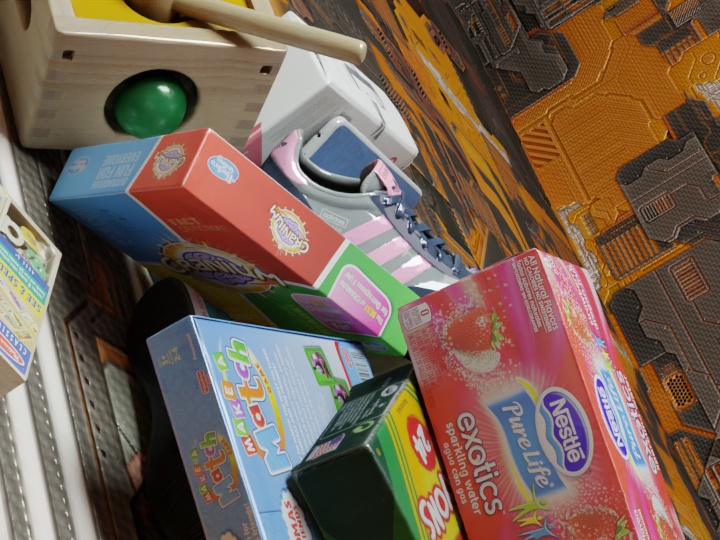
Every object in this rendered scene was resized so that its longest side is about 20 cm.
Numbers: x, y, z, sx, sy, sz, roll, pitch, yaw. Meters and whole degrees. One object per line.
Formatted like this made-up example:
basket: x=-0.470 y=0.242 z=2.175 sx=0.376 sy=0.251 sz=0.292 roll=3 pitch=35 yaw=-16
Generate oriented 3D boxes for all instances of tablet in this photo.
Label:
tablet: x=-0.023 y=-0.052 z=1.246 sx=0.014 sy=0.130 sz=0.200 roll=45 pitch=5 yaw=27

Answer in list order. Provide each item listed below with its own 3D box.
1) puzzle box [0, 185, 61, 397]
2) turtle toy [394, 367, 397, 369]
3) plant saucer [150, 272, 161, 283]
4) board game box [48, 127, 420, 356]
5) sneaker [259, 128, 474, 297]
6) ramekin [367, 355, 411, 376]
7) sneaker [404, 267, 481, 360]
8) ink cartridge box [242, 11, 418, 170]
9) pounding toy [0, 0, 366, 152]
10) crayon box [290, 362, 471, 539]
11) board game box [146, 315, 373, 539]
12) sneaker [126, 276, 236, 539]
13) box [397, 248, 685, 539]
puzzle box: x=-0.231 y=-0.042 z=0.728 sx=0.201 sy=0.025 sz=0.134 roll=52 pitch=16 yaw=-26
turtle toy: x=0.011 y=0.137 z=1.023 sx=0.146 sy=0.100 sz=0.202 roll=97 pitch=-29 yaw=-75
plant saucer: x=-0.098 y=0.010 z=1.076 sx=0.201 sy=0.027 sz=0.201 roll=54 pitch=14 yaw=-20
board game box: x=-0.077 y=-0.012 z=0.911 sx=0.200 sy=0.152 sz=0.041 roll=38 pitch=65 yaw=-34
sneaker: x=0.019 y=-0.026 z=0.976 sx=0.198 sy=0.083 sz=0.070 roll=23 pitch=16 yaw=-9
ramekin: x=0.013 y=0.052 z=1.179 sx=0.202 sy=0.093 sz=0.204 roll=-23 pitch=90 yaw=-83
sneaker: x=0.000 y=0.000 z=1.052 sx=0.198 sy=0.088 sz=0.074 roll=24 pitch=-19 yaw=-8
ink cartridge box: x=-0.056 y=-0.117 z=1.235 sx=0.085 sy=0.145 sz=0.200 roll=62 pitch=14 yaw=25
pounding toy: x=-0.127 y=-0.165 z=0.936 sx=0.182 sy=0.143 sz=0.201 roll=0 pitch=51 yaw=-29
crayon box: x=0.044 y=0.165 z=0.797 sx=0.202 sy=0.050 sz=0.127 roll=64 pitch=21 yaw=-9
board game box: x=-0.031 y=0.108 z=0.803 sx=0.200 sy=0.036 sz=0.153 roll=16 pitch=52 yaw=-64
sneaker: x=-0.073 y=0.103 z=0.871 sx=0.120 sy=0.083 sz=0.201 roll=34 pitch=26 yaw=-39
box: x=0.106 y=0.101 z=0.810 sx=0.099 sy=0.095 sz=0.202 roll=16 pitch=53 yaw=-63
